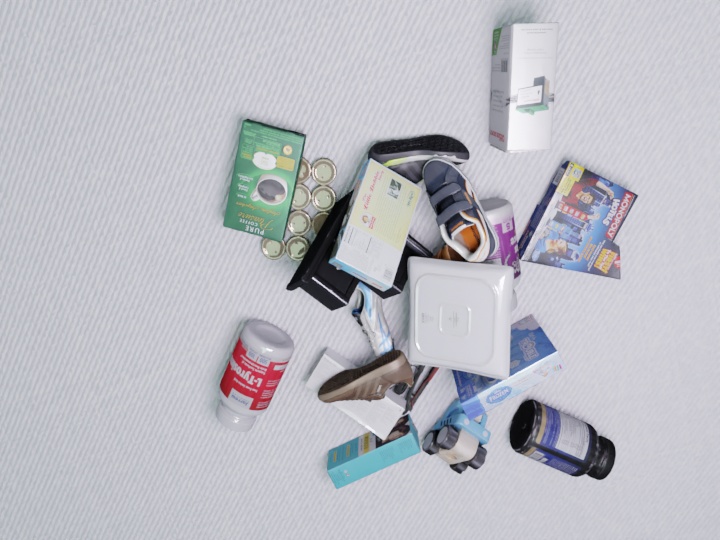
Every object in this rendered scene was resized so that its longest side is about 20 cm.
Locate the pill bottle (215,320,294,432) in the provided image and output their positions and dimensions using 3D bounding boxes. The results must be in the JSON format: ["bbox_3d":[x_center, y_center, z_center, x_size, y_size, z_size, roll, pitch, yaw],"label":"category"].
[{"bbox_3d":[-0.217,0.214,1.285,0.110,0.113,0.204,24,105,-6],"label":"pill bottle"}]

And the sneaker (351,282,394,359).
[{"bbox_3d":[0.022,0.106,1.271,0.071,0.072,0.206,-15,100,-10],"label":"sneaker"}]

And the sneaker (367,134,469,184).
[{"bbox_3d":[0.105,-0.198,1.198,0.194,0.073,0.084,-2,128,3],"label":"sneaker"}]

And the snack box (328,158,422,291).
[{"bbox_3d":[0.029,-0.082,1.130,0.114,0.037,0.204,26,68,-18],"label":"snack box"}]

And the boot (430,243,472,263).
[{"bbox_3d":[0.184,0.058,1.189,0.073,0.155,0.202,-29,75,-31],"label":"boot"}]

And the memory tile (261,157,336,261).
[{"bbox_3d":[-0.119,-0.117,1.239,0.149,0.017,0.206,2,105,0],"label":"memory tile"}]

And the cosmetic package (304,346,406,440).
[{"bbox_3d":[-0.009,0.250,1.313,0.198,0.051,0.083,35,106,1],"label":"cosmetic package"}]

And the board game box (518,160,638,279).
[{"bbox_3d":[0.427,-0.076,1.222,0.196,0.062,0.204,24,105,-7],"label":"board game box"}]

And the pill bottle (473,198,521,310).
[{"bbox_3d":[0.245,-0.024,1.212,0.109,0.113,0.205,-10,106,4],"label":"pill bottle"}]

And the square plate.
[{"bbox_3d":[0.169,0.085,1.132,0.193,0.028,0.206,6,105,26],"label":"square plate"}]

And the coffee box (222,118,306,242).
[{"bbox_3d":[-0.179,-0.166,1.194,0.120,0.044,0.205,13,105,-3],"label":"coffee box"}]

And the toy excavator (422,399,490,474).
[{"bbox_3d":[0.230,0.291,1.316,0.099,0.203,0.194,31,149,-9],"label":"toy excavator"}]

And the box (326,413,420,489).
[{"bbox_3d":[0.027,0.379,1.346,0.196,0.082,0.050,-27,104,7],"label":"box"}]

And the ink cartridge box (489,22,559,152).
[{"bbox_3d":[0.278,-0.315,1.111,0.082,0.147,0.206,-2,107,0],"label":"ink cartridge box"}]

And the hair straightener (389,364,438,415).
[{"bbox_3d":[0.109,0.215,1.328,0.076,0.041,0.203,32,110,5],"label":"hair straightener"}]

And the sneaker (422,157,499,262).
[{"bbox_3d":[0.166,-0.107,1.114,0.078,0.079,0.202,-39,82,36],"label":"sneaker"}]

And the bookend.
[{"bbox_3d":[0.000,0.000,1.174,0.197,0.092,0.203,37,66,-15],"label":"bookend"}]

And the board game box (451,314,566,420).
[{"bbox_3d":[0.272,0.179,1.224,0.196,0.200,0.044,-30,102,9],"label":"board game box"}]

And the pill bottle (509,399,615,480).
[{"bbox_3d":[0.417,0.354,1.320,0.196,0.112,0.114,24,105,-7],"label":"pill bottle"}]

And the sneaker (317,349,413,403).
[{"bbox_3d":[0.011,0.228,1.243,0.196,0.071,0.077,-25,106,17],"label":"sneaker"}]
